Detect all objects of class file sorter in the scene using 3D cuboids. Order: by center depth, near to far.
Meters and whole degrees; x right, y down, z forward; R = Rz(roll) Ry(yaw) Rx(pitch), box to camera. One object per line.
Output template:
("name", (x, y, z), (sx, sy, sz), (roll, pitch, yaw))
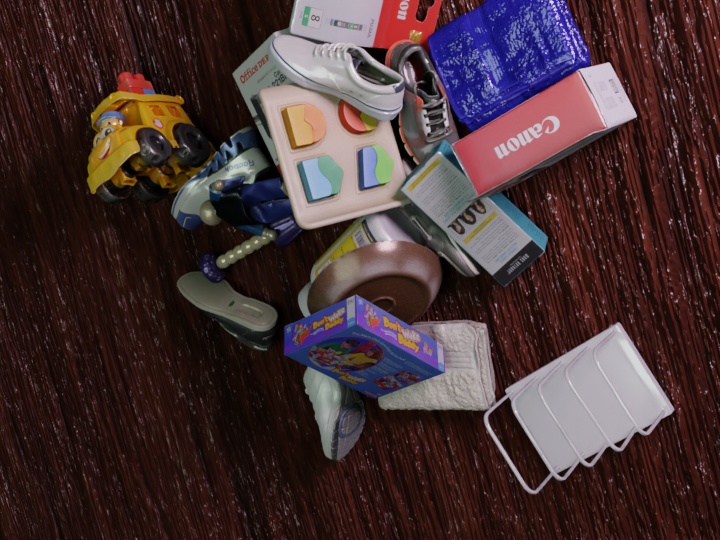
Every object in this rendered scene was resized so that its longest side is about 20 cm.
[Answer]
("file sorter", (0.289, 0.191, 1.539), (0.199, 0.124, 0.140), (-35, 85, 31))

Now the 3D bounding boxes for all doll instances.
("doll", (-0.160, -0.093, 1.677), (0.198, 0.049, 0.137), (-8, 139, 36))

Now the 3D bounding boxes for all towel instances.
("towel", (0.191, -0.291, 1.517), (0.199, 0.049, 0.149), (-27, 89, 32))
("towel", (0.103, 0.142, 1.684), (0.198, 0.034, 0.134), (-5, 99, 31))

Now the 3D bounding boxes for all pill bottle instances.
("pill bottle", (0.000, 0.000, 1.661), (0.113, 0.112, 0.200), (51, 121, 9))

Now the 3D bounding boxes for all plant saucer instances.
("plant saucer", (0.025, 0.038, 1.596), (0.200, 0.199, 0.037), (-45, 44, 30))

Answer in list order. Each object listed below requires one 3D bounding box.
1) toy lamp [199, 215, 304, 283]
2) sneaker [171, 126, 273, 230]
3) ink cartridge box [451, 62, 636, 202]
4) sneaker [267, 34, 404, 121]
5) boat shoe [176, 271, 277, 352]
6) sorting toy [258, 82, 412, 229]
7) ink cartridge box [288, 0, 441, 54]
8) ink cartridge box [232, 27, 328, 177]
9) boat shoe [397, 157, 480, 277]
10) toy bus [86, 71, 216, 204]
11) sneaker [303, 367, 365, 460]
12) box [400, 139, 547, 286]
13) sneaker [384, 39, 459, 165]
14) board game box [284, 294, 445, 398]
("toy lamp", (-0.164, -0.040, 1.778), (0.199, 0.058, 0.059), (-29, 88, 34))
("sneaker", (-0.200, -0.114, 1.764), (0.199, 0.080, 0.116), (-45, 77, 28))
("ink cartridge box", (0.226, -0.175, 1.452), (0.199, 0.175, 0.085), (-29, 88, 31))
("sneaker", (-0.028, -0.276, 1.528), (0.198, 0.073, 0.071), (24, 138, 2))
("boat shoe", (-0.216, 0.065, 1.827), (0.199, 0.072, 0.068), (28, 139, 26))
("sorting toy", (-0.028, -0.169, 1.545), (0.036, 0.184, 0.202), (-28, 79, 60))
("ink cartridge box", (0.015, -0.379, 1.541), (0.198, 0.050, 0.163), (12, 111, -5))
("ink cartridge box", (-0.083, -0.235, 1.641), (0.144, 0.083, 0.202), (-28, 87, 54))
("boat shoe", (0.097, -0.065, 1.615), (0.057, 0.067, 0.201), (-38, 76, 20))
("toy bus", (-0.346, -0.216, 1.760), (0.135, 0.199, 0.193), (-33, 78, 30))
("sneaker", (-0.045, 0.192, 1.770), (0.086, 0.074, 0.203), (5, 98, 40))
("box", (0.156, -0.078, 1.555), (0.200, 0.049, 0.082), (42, 120, -8))
("sneaker", (0.089, -0.216, 1.553), (0.076, 0.082, 0.202), (-26, 100, -8))
("board game box", (0.008, 0.112, 1.604), (0.134, 0.199, 0.045), (-24, 53, 32))
